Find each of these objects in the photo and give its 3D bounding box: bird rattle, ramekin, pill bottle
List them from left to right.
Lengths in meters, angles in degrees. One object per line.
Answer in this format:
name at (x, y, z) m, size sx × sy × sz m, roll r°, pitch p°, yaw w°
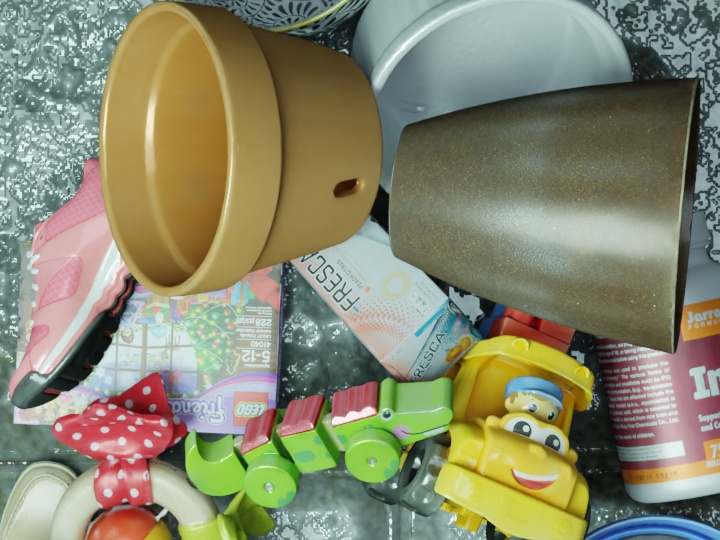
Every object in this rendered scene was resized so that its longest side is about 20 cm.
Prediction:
bird rattle at (-0.157, 0.185, 1.621) m, size 0.200 × 0.113 × 0.163 m, roll 39°, pitch 104°, yaw -18°
ramekin at (0.088, -0.141, 1.603) m, size 0.199 × 0.098 × 0.201 m, roll -8°, pitch 132°, yaw -9°
pill bottle at (0.232, 0.063, 1.637) m, size 0.112 × 0.113 × 0.201 m, roll -12°, pitch 90°, yaw 0°

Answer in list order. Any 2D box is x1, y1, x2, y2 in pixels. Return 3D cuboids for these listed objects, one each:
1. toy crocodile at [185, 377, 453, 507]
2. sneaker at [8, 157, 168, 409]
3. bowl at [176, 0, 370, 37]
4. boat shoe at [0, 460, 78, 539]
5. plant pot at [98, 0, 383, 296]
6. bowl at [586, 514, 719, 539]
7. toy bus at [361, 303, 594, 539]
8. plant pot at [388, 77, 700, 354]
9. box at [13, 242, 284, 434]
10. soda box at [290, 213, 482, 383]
toy crocodile at (-0.028, 0.113, 1.544) m, size 0.199 × 0.068 × 0.062 m, roll -16°, pitch 122°, yaw 19°
sneaker at (-0.212, 0.007, 1.631) m, size 0.087 × 0.074 × 0.201 m, roll 30°, pitch 82°, yaw 11°
bowl at (-0.044, -0.245, 1.633) m, size 0.200 × 0.094 × 0.202 m, roll -7°, pitch 67°, yaw 17°
boat shoe at (-0.248, 0.244, 1.663) m, size 0.072 × 0.065 × 0.201 m, roll 13°, pitch 90°, yaw 0°
plant pot at (-0.078, -0.084, 1.537) m, size 0.139 × 0.200 × 0.201 m, roll -3°, pitch 90°, yaw -33°
bowl at (0.214, 0.277, 1.611) m, size 0.199 × 0.039 × 0.202 m, roll 0°, pitch 90°, yaw 1°
toy bus at (0.108, 0.102, 1.596) m, size 0.135 × 0.200 × 0.193 m, roll 26°, pitch 84°, yaw -14°
plant pot at (0.124, -0.046, 1.517) m, size 0.199 × 0.187 × 0.188 m, roll 5°, pitch 90°, yaw 10°
box at (-0.159, 0.051, 1.675) m, size 0.199 × 0.039 × 0.138 m, roll 2°, pitch 90°, yaw 0°
soda box at (0.000, 0.000, 1.609) m, size 0.068 × 0.064 × 0.200 m, roll -43°, pitch 51°, yaw 0°
